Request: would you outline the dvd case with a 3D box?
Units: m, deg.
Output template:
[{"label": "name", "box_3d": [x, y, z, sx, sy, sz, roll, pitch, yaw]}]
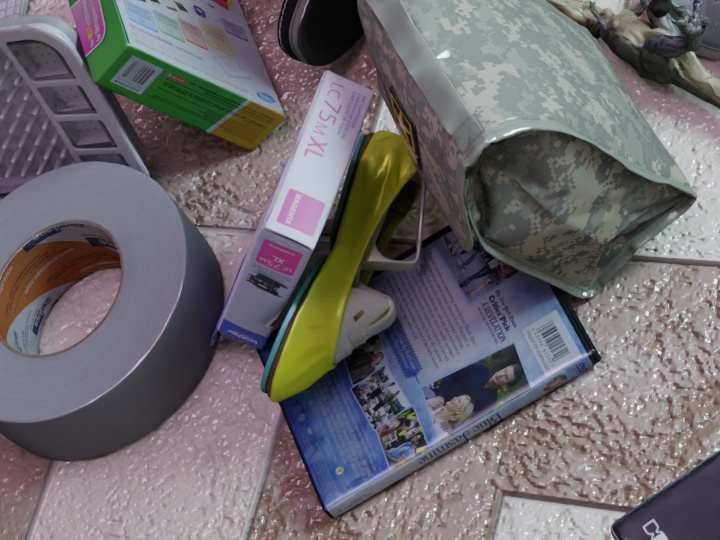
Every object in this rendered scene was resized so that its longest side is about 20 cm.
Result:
[{"label": "dvd case", "box_3d": [0.039, 0.052, 1.188, 0.199, 0.018, 0.143, -31, 53, 6]}]

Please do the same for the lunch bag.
[{"label": "lunch bag", "box_3d": [0.086, -0.092, 1.128, 0.118, 0.199, 0.165, -43, 51, 22]}]

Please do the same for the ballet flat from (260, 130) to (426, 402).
[{"label": "ballet flat", "box_3d": [0.000, 0.000, 1.191, 0.066, 0.067, 0.202, 19, 68, 8]}]

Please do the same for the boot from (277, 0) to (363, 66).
[{"label": "boot", "box_3d": [-0.056, -0.239, 1.372, 0.152, 0.074, 0.205, 5, 60, 30]}]

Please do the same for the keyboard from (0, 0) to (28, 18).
[{"label": "keyboard", "box_3d": [-0.295, -0.247, 1.524, 0.056, 0.011, 0.202, -10, 58, 19]}]

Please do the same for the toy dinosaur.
[{"label": "toy dinosaur", "box_3d": [0.197, -0.150, 1.196, 0.047, 0.089, 0.200, -27, 51, -23]}]

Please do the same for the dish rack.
[{"label": "dish rack", "box_3d": [-0.257, -0.116, 1.334, 0.198, 0.172, 0.044, -4, 47, 24]}]

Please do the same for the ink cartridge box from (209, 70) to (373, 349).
[{"label": "ink cartridge box", "box_3d": [-0.047, -0.028, 1.189, 0.042, 0.200, 0.120, 24, 63, -6]}]

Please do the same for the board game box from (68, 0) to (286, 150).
[{"label": "board game box", "box_3d": [-0.146, -0.192, 1.333, 0.040, 0.152, 0.201, -42, 49, 25]}]

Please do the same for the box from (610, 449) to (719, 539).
[{"label": "box", "box_3d": [0.240, 0.199, 0.894, 0.117, 0.200, 0.197, -35, 53, 2]}]

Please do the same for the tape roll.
[{"label": "tape roll", "box_3d": [-0.196, 0.027, 1.282, 0.198, 0.066, 0.202, -12, 57, 18]}]

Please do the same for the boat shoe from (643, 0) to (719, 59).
[{"label": "boat shoe", "box_3d": [0.264, -0.171, 1.181, 0.200, 0.072, 0.070, 25, 75, 36]}]
